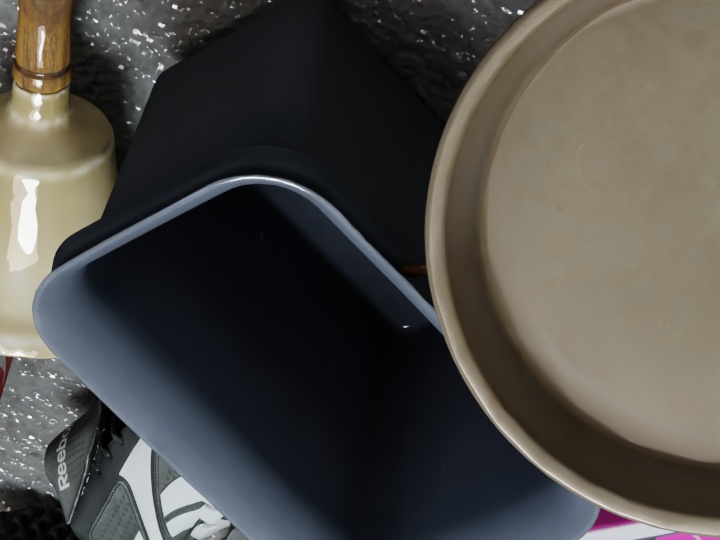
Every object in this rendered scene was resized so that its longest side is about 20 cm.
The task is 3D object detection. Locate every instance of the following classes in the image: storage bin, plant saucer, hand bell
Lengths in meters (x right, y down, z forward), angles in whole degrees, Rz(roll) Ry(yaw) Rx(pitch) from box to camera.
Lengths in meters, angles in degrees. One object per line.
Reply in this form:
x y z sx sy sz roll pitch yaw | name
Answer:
0.000 0.000 1.065 0.145 0.135 0.200 -27 124 29 | storage bin
0.121 -0.012 0.963 0.199 0.029 0.201 2 105 6 | plant saucer
-0.113 -0.078 1.076 0.104 0.104 0.201 12 128 6 | hand bell

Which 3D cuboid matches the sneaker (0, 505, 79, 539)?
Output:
-0.103 0.184 1.358 0.199 0.070 0.093 30 132 -19 | sneaker

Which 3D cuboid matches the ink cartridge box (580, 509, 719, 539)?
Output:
0.134 0.066 1.125 0.199 0.095 0.037 -16 129 33 | ink cartridge box

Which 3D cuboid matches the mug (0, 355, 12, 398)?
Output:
-0.198 0.087 1.185 0.177 0.200 0.134 -6 134 24 | mug

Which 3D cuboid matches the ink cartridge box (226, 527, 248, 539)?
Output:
0.039 0.191 1.193 0.200 0.084 0.145 42 156 -30 | ink cartridge box

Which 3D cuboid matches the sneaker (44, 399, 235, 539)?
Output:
-0.087 0.077 1.237 0.090 0.067 0.200 13 141 2 | sneaker
